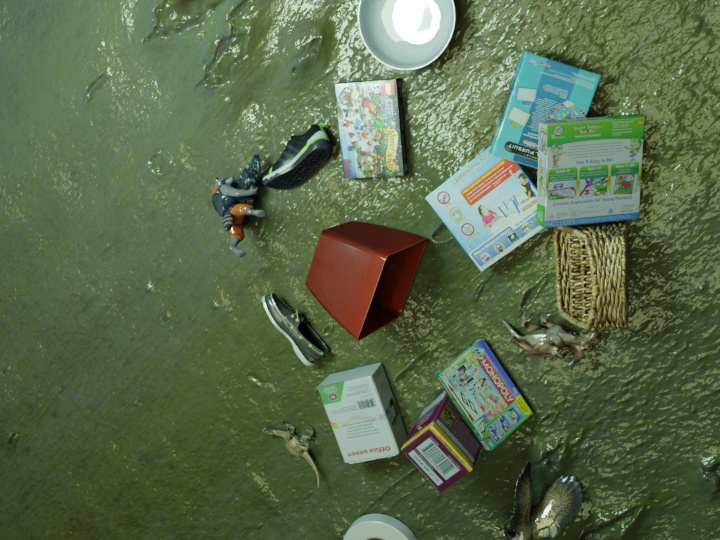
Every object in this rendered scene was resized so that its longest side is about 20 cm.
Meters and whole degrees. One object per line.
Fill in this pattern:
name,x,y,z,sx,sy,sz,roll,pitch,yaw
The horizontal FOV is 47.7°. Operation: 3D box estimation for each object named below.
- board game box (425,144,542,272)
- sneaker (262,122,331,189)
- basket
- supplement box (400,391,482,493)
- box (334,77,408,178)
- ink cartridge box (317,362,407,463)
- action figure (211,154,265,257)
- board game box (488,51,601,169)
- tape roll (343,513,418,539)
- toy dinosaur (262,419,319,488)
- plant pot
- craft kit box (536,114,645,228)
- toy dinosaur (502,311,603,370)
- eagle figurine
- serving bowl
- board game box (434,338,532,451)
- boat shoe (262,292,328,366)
board game box,0.270,-0.134,1.666,0.200,0.056,0.196,-37,91,26
sneaker,-0.138,-0.252,1.788,0.200,0.072,0.083,-31,61,30
basket,0.449,0.013,1.598,0.148,0.143,0.201,0,107,19
supplement box,0.188,0.363,1.775,0.131,0.200,0.103,47,117,1
box,0.024,-0.298,1.715,0.136,0.038,0.201,0,107,21
ink cartridge box,0.007,0.333,1.898,0.144,0.084,0.201,-15,101,24
action figure,-0.276,-0.157,1.800,0.194,0.104,0.201,53,134,44
board game box,0.349,-0.297,1.553,0.150,0.047,0.201,17,104,-3
tape roll,0.053,0.701,2.025,0.202,0.037,0.204,6,108,18
toy dinosaur,-0.149,0.434,2.015,0.200,0.058,0.101,40,131,13
plant pot,0.000,0.000,1.744,0.176,0.200,0.201,28,114,22
craft kit box,0.434,-0.188,1.542,0.199,0.049,0.199,-5,111,-10
toy dinosaur,0.391,0.152,1.705,0.199,0.135,0.086,2,68,42
eagle figurine,0.378,0.533,1.804,0.151,0.151,0.200,47,123,24
serving bowl,0.098,-0.500,1.607,0.199,0.066,0.201,6,108,19
board game box,0.268,0.268,1.763,0.200,0.134,0.029,55,160,-3
boat shoe,-0.151,0.128,1.902,0.060,0.072,0.202,-32,101,22
